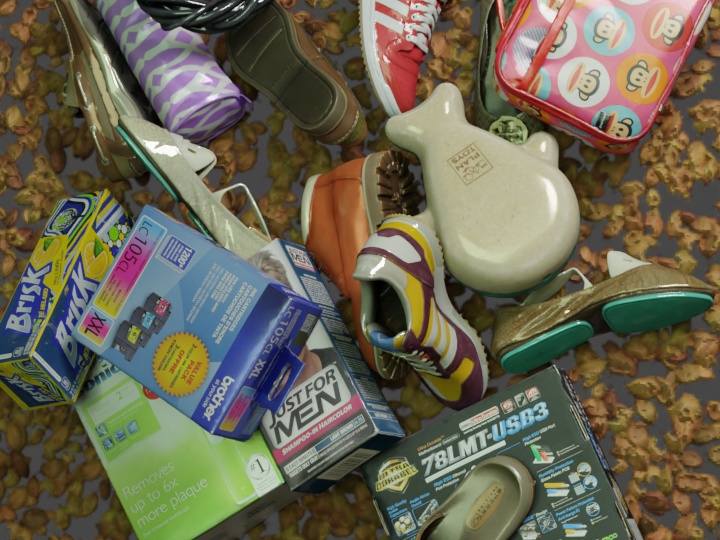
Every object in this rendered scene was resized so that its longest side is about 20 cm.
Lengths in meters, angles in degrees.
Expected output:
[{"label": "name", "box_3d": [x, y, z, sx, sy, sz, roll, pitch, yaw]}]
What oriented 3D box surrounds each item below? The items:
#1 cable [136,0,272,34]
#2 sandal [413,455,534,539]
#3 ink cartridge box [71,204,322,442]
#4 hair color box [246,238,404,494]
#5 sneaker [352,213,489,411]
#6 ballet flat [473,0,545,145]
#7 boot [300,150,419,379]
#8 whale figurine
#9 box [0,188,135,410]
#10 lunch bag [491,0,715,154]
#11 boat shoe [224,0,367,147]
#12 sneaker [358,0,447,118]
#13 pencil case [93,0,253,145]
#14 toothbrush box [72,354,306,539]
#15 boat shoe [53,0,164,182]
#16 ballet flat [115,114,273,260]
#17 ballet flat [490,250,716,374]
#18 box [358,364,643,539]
[{"label": "cable", "box_3d": [-0.144, -0.288, 1.720, 0.163, 0.051, 0.200, 20, 47, 6]}, {"label": "sandal", "box_3d": [0.073, 0.241, 1.561, 0.080, 0.054, 0.200, 34, 92, 20]}, {"label": "ink cartridge box", "box_3d": [-0.128, 0.053, 1.596, 0.200, 0.076, 0.137, 31, 93, 22]}, {"label": "hair color box", "box_3d": [-0.055, 0.083, 1.634, 0.100, 0.060, 0.200, -35, 68, 17]}, {"label": "sneaker", "box_3d": [0.043, 0.054, 1.587, 0.075, 0.201, 0.090, -1, 36, 38]}, {"label": "ballet flat", "box_3d": [0.132, -0.190, 1.675, 0.067, 0.046, 0.201, 0, 80, 17]}, {"label": "boot", "box_3d": [0.000, 0.000, 1.676, 0.107, 0.075, 0.201, -9, 83, 35]}, {"label": "whale figurine", "box_3d": [0.105, -0.065, 1.631, 0.159, 0.104, 0.200, -36, 69, -5]}, {"label": "box", "box_3d": [-0.265, 0.025, 1.687, 0.064, 0.070, 0.201, -11, 43, 32]}, {"label": "lunch bag", "box_3d": [0.203, -0.219, 1.625, 0.176, 0.082, 0.201, 27, 85, 6]}, {"label": "boat shoe", "box_3d": [-0.060, -0.178, 1.721, 0.072, 0.068, 0.200, -43, 51, 14]}, {"label": "sneaker", "box_3d": [0.059, -0.239, 1.693, 0.112, 0.071, 0.201, -10, 75, 18]}, {"label": "pencil case", "box_3d": [-0.182, -0.214, 1.757, 0.085, 0.084, 0.201, -27, 75, -8]}, {"label": "toothbrush box", "box_3d": [-0.156, 0.143, 1.679, 0.145, 0.086, 0.201, -31, 71, 10]}, {"label": "boat shoe", "box_3d": [-0.251, -0.174, 1.772, 0.072, 0.076, 0.201, -30, 72, 11]}, {"label": "ballet flat", "box_3d": [-0.142, -0.074, 1.708, 0.062, 0.067, 0.200, -38, 100, -4]}, {"label": "ballet flat", "box_3d": [0.203, 0.026, 1.614, 0.199, 0.068, 0.073, -21, 56, 16]}, {"label": "box", "box_3d": [0.124, 0.212, 1.603, 0.199, 0.050, 0.199, -27, 73, 11]}]
